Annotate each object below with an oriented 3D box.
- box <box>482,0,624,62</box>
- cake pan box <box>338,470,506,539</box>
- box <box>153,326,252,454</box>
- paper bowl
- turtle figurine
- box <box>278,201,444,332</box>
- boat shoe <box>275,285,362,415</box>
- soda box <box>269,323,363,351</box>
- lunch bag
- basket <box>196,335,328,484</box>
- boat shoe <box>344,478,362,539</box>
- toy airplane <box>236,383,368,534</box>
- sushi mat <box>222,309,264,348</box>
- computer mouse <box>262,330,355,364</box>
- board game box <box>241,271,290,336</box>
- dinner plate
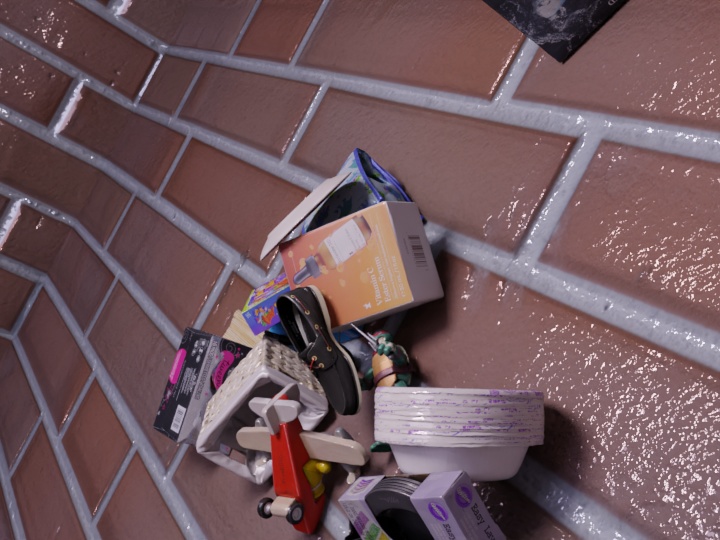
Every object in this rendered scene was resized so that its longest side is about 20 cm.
[{"bbox_3d":[0.281,-0.446,1.345,0.197,0.199,0.118,-44,34,28],"label":"box"},{"bbox_3d":[0.086,0.314,1.053,0.184,0.201,0.052,-17,17,47],"label":"cake pan box"},{"bbox_3d":[-0.281,0.222,1.730,0.132,0.114,0.201,8,79,57],"label":"box"},{"bbox_3d":[0.115,0.189,1.094,0.200,0.200,0.105,-10,76,53],"label":"paper bowl"},{"bbox_3d":[0.032,0.150,1.344,0.150,0.100,0.201,-56,43,48],"label":"turtle figurine"},{"bbox_3d":[0.000,0.000,1.402,0.199,0.106,0.153,-21,82,29],"label":"box"},{"bbox_3d":[-0.061,0.119,1.337,0.074,0.063,0.202,-38,72,47],"label":"boat shoe"},{"bbox_3d":[-0.076,0.089,1.588,0.199,0.064,0.068,-20,49,48],"label":"soda box"},{"bbox_3d":[-0.010,-0.091,1.574,0.170,0.127,0.200,-52,42,17],"label":"lunch bag"},{"bbox_3d":[-0.159,0.225,1.531,0.200,0.135,0.124,-48,21,22],"label":"basket"},{"bbox_3d":[0.000,0.380,1.244,0.072,0.067,0.201,-16,55,48],"label":"boat shoe"},{"bbox_3d":[-0.089,0.264,1.396,0.200,0.141,0.200,48,124,24],"label":"toy airplane"},{"bbox_3d":[-0.227,0.143,1.822,0.200,0.012,0.096,26,90,59],"label":"sushi mat"},{"bbox_3d":[-0.085,0.123,1.539,0.199,0.059,0.034,15,71,36],"label":"computer mouse"},{"bbox_3d":[-0.126,0.039,1.595,0.134,0.045,0.200,-30,9,3],"label":"board game box"},{"bbox_3d":[-0.091,-0.091,1.471,0.200,0.024,0.200,-43,5,5],"label":"dinner plate"}]
